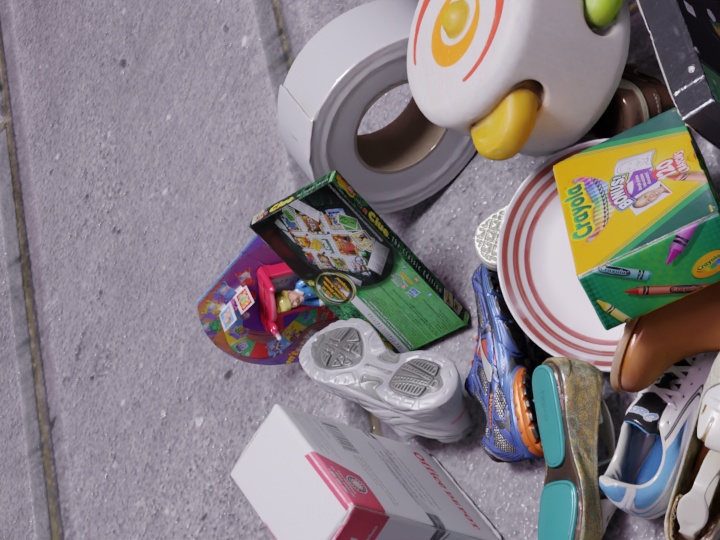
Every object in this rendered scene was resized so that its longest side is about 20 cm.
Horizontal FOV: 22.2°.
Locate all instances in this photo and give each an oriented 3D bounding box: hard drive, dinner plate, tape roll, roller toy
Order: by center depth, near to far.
[{"bbox_3d":[0.291,-0.184,1.547,0.038,0.140,0.200,-34,52,28],"label":"hard drive"},{"bbox_3d":[0.216,-0.013,1.574,0.200,0.024,0.201,-2,84,16],"label":"dinner plate"},{"bbox_3d":[0.130,-0.199,1.595,0.182,0.139,0.201,31,103,60],"label":"roller toy"},{"bbox_3d":[0.024,-0.153,1.735,0.203,0.202,0.071,-50,46,13],"label":"tape roll"}]

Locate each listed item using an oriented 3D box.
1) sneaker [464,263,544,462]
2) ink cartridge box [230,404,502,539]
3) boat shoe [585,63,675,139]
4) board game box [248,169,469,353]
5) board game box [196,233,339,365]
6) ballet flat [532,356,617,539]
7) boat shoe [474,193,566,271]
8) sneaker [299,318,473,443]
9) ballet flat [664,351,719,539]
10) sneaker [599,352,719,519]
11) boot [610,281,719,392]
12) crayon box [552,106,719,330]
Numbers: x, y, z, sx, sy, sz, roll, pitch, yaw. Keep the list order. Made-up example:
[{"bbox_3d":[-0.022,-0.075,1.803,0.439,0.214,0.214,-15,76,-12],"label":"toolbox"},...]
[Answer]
[{"bbox_3d":[0.123,0.081,1.629,0.078,0.075,0.200,-31,51,33],"label":"sneaker"},{"bbox_3d":[0.007,0.207,1.584,0.085,0.200,0.146,-56,44,15],"label":"ink cartridge box"},{"bbox_3d":[0.220,-0.159,1.661,0.202,0.075,0.075,38,141,58],"label":"boat shoe"},{"bbox_3d":[0.000,0.000,1.695,0.105,0.200,0.023,-28,29,30],"label":"board game box"},{"bbox_3d":[-0.053,0.024,1.753,0.200,0.158,0.039,-48,41,15],"label":"board game box"},{"bbox_3d":[0.184,0.172,1.531,0.071,0.071,0.201,-10,78,40],"label":"ballet flat"},{"bbox_3d":[0.196,-0.055,1.630,0.200,0.062,0.075,-27,70,14],"label":"boat shoe"},{"bbox_3d":[0.023,0.113,1.686,0.078,0.099,0.200,-45,42,-19],"label":"sneaker"},{"bbox_3d":[0.279,0.140,1.404,0.067,0.062,0.200,23,124,23],"label":"ballet flat"},{"bbox_3d":[0.258,0.105,1.491,0.072,0.072,0.200,19,82,47],"label":"sneaker"},{"bbox_3d":[0.304,0.047,1.435,0.155,0.074,0.200,36,80,28],"label":"boot"},{"bbox_3d":[0.226,-0.045,1.464,0.119,0.058,0.200,-26,26,13],"label":"crayon box"}]
